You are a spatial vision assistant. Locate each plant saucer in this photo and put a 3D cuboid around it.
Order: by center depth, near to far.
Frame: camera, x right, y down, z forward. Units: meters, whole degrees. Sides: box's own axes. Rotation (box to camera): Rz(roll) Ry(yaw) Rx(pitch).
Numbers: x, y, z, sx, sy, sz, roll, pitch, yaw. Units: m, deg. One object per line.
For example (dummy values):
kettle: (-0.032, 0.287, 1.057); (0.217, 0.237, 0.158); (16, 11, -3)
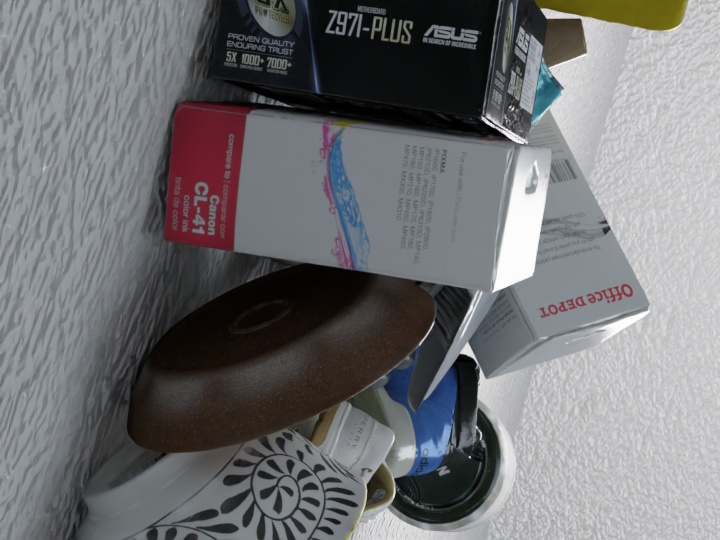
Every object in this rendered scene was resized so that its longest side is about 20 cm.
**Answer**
plant saucer: (-0.053, 0.041, 0.968); (0.037, 0.198, 0.201); (68, 28, -18)

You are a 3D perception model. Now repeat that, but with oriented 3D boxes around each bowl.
bowl: (-0.103, 0.144, 0.964); (0.095, 0.199, 0.201); (57, 31, -12)

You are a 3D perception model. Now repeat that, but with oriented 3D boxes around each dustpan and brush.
dustpan and brush: (0.083, -0.003, 1.234); (0.200, 0.057, 0.140); (-49, 167, -44)

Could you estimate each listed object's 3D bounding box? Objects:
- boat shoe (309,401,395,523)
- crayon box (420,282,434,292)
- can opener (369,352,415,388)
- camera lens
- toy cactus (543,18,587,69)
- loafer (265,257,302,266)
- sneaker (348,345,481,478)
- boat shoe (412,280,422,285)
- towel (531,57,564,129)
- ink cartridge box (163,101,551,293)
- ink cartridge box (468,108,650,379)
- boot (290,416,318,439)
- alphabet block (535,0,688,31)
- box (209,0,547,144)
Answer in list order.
boat shoe: (-0.009, 0.166, 1.239); (0.201, 0.069, 0.071); (99, 12, -62)
crayon box: (0.067, -0.037, 1.455); (0.052, 0.124, 0.201); (97, 17, -47)
can opener: (0.000, 0.000, 1.241); (0.053, 0.066, 0.202); (-38, -139, 27)
camera lens: (0.098, 0.222, 1.894); (0.200, 0.158, 0.162); (46, 63, -77)
toy cactus: (0.105, -0.171, 1.349); (0.200, 0.163, 0.104); (41, 42, -72)
loafer: (-0.013, -0.070, 1.170); (0.200, 0.075, 0.069); (-53, 164, -55)
sneaker: (0.039, 0.070, 1.349); (0.077, 0.110, 0.202); (-44, -124, 49)
boat shoe: (-0.007, 0.029, 1.119); (0.201, 0.060, 0.072); (-48, 178, -35)
towel: (0.072, -0.159, 1.233); (0.147, 0.022, 0.201); (-50, 128, -20)
ink cartridge box: (0.002, -0.047, 0.961); (0.147, 0.197, 0.087); (-15, 115, -74)
ink cartridge box: (0.132, -0.024, 1.367); (0.144, 0.202, 0.083); (-13, 160, -38)
boot: (-0.065, 0.114, 1.227); (0.200, 0.071, 0.156); (34, 77, -78)
alphabet block: (0.194, -0.343, 1.341); (0.201, 0.194, 0.197); (-74, 171, -45)
box: (0.019, -0.136, 0.988); (0.200, 0.162, 0.087); (1, 99, -76)
